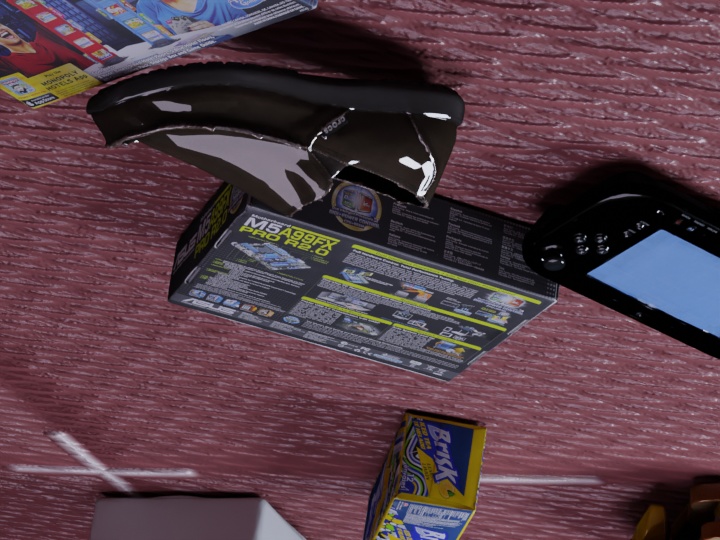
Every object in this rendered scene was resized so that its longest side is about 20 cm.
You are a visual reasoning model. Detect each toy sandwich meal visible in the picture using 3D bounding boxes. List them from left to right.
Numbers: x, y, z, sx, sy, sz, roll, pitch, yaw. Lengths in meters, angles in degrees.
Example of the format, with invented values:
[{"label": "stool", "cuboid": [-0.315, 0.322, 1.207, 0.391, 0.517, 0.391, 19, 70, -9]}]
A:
[{"label": "toy sandwich meal", "cuboid": [0.288, 0.222, 1.587, 0.204, 0.071, 0.205, 7, 159, 2]}]

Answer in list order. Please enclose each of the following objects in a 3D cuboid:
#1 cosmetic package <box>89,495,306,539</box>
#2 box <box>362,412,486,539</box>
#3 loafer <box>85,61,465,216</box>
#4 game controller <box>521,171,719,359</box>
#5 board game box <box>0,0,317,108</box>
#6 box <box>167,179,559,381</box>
[{"label": "cosmetic package", "cuboid": [-0.141, 0.315, 1.752, 0.164, 0.201, 0.165, -2, 152, 21]}, {"label": "box", "cuboid": [0.045, 0.180, 1.562, 0.064, 0.070, 0.200, 11, 155, -4]}, {"label": "loafer", "cuboid": [-0.039, -0.063, 1.021, 0.199, 0.072, 0.073, 2, 178, -19]}, {"label": "game controller", "cuboid": [0.192, 0.002, 1.179, 0.199, 0.042, 0.104, 23, 151, -30]}, {"label": "board game box", "cuboid": [-0.151, -0.166, 0.915, 0.199, 0.062, 0.200, -13, 146, 38]}, {"label": "box", "cuboid": [0.000, 0.000, 1.233, 0.199, 0.045, 0.160, 16, 153, -16]}]
